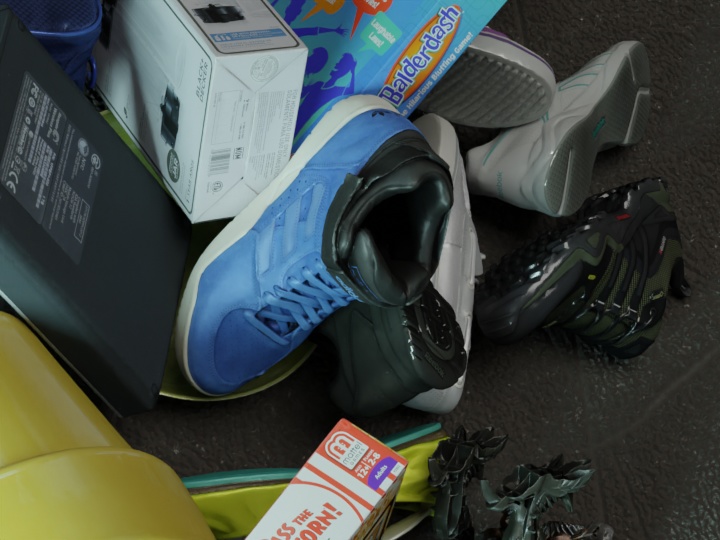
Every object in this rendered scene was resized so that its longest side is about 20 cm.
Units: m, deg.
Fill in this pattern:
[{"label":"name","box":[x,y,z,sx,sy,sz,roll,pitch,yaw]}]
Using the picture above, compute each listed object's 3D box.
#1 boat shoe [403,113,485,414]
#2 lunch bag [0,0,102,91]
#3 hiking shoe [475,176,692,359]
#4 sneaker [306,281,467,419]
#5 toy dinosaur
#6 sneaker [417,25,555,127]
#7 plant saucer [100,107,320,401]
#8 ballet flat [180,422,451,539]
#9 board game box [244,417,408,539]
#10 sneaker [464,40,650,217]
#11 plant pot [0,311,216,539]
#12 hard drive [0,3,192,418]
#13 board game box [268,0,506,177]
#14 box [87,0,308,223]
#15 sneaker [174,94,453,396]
[{"label":"boat shoe","box":[0.046,-0.003,1.568,0.068,0.072,0.201,29,47,-32]},{"label":"lunch bag","box":[-0.247,-0.134,1.464,0.199,0.133,0.136,5,42,-23]},{"label":"hiking shoe","box":[0.152,0.014,1.585,0.200,0.076,0.101,-33,99,-44]},{"label":"sneaker","box":[0.000,0.000,1.498,0.076,0.091,0.201,34,35,-38]},{"label":"toy dinosaur","box":[0.084,0.173,1.455,0.102,0.137,0.200,9,15,23]},{"label":"sneaker","box":[0.041,-0.167,1.618,0.199,0.073,0.115,17,50,10]},{"label":"plant saucer","box":[-0.111,-0.008,1.519,0.199,0.031,0.201,11,60,-19]},{"label":"ballet flat","box":[-0.026,0.139,1.464,0.199,0.067,0.068,-10,90,-30]},{"label":"board game box","box":[-0.047,0.192,1.338,0.046,0.200,0.152,32,54,11]},{"label":"sneaker","box":[0.133,-0.102,1.650,0.080,0.071,0.200,7,29,29]},{"label":"plant pot","box":[-0.195,0.131,1.322,0.200,0.201,0.189,-13,56,-29]},{"label":"hard drive","box":[-0.164,-0.031,1.390,0.200,0.033,0.140,51,35,-41]},{"label":"board game box","box":[0.000,-0.156,1.511,0.045,0.200,0.152,37,5,-41]},{"label":"box","box":[-0.107,-0.133,1.486,0.060,0.117,0.200,-10,39,-27]},{"label":"sneaker","box":[-0.024,0.003,1.416,0.077,0.111,0.200,35,96,-36]}]
